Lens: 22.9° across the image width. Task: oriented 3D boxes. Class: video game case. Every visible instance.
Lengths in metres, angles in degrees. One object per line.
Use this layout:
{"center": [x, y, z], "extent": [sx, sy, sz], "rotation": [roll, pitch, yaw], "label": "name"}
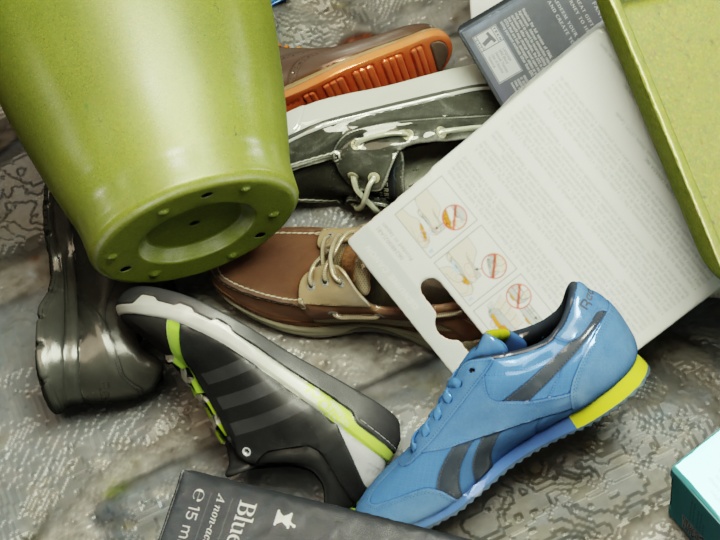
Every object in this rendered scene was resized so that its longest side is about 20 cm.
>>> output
{"center": [0.180, -0.138, 1.093], "extent": [0.199, 0.019, 0.144], "rotation": [-29, 104, 14], "label": "video game case"}

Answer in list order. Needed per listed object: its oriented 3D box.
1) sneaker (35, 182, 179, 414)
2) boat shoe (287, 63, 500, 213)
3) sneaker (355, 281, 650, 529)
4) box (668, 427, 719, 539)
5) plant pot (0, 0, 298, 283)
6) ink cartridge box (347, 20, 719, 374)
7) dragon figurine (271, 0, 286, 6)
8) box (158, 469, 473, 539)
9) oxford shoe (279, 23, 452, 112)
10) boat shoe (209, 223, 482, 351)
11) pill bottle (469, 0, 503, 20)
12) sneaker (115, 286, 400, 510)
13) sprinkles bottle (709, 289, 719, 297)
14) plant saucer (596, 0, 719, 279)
{"center": [-0.161, -0.005, 1.143], "extent": [0.090, 0.076, 0.202], "rotation": [-1, 71, -2], "label": "sneaker"}
{"center": [0.008, -0.075, 1.142], "extent": [0.198, 0.071, 0.064], "rotation": [-19, 62, -2], "label": "boat shoe"}
{"center": [0.066, 0.079, 1.017], "extent": [0.199, 0.066, 0.079], "rotation": [-36, 105, 14], "label": "sneaker"}
{"center": [0.268, 0.084, 1.018], "extent": [0.199, 0.082, 0.049], "rotation": [-37, 65, -9], "label": "box"}
{"center": [-0.127, -0.105, 1.063], "extent": [0.199, 0.201, 0.194], "rotation": [-20, 70, -1], "label": "plant pot"}
{"center": [0.117, -0.022, 1.044], "extent": [0.200, 0.047, 0.160], "rotation": [-39, 93, 18], "label": "ink cartridge box"}
{"center": [-0.078, -0.206, 1.215], "extent": [0.198, 0.059, 0.101], "rotation": [-2, 99, 4], "label": "dragon figurine"}
{"center": [-0.027, 0.237, 0.972], "extent": [0.198, 0.118, 0.198], "rotation": [12, 67, 13], "label": "box"}
{"center": [-0.038, -0.129, 1.177], "extent": [0.198, 0.071, 0.073], "rotation": [-20, 59, -1], "label": "oxford shoe"}
{"center": [0.000, 0.000, 1.106], "extent": [0.198, 0.072, 0.076], "rotation": [6, 66, 12], "label": "boat shoe"}
{"center": [0.172, -0.188, 1.147], "extent": [0.198, 0.114, 0.115], "rotation": [-2, 64, 8], "label": "pill bottle"}
{"center": [-0.070, 0.082, 1.064], "extent": [0.199, 0.072, 0.083], "rotation": [29, 83, 5], "label": "sneaker"}
{"center": [0.231, -0.015, 1.079], "extent": [0.198, 0.068, 0.069], "rotation": [3, 65, 10], "label": "sprinkles bottle"}
{"center": [0.227, -0.098, 0.997], "extent": [0.198, 0.048, 0.202], "rotation": [-16, 80, -31], "label": "plant saucer"}
